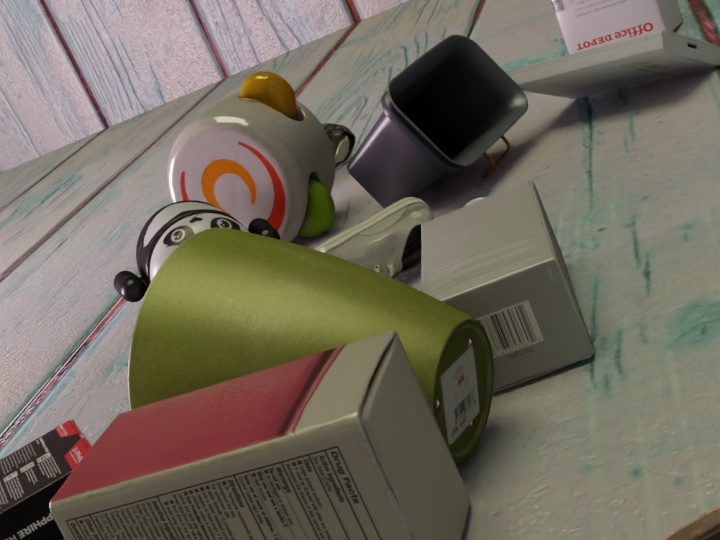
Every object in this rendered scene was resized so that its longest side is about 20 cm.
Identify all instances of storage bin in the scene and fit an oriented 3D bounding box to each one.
[{"bbox_3d":[0.086,-0.151,1.357,0.134,0.146,0.200,-46,-1,44],"label":"storage bin"}]

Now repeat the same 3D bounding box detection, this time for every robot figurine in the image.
[{"bbox_3d":[-0.177,-0.012,1.286,0.151,0.124,0.200,-59,20,0],"label":"robot figurine"}]

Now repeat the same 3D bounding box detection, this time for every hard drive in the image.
[{"bbox_3d":[0.293,-0.234,1.369,0.199,0.027,0.132,-8,-5,44],"label":"hard drive"}]

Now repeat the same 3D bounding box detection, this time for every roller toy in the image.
[{"bbox_3d":[-0.129,-0.122,1.435,0.182,0.201,0.140,-22,16,30],"label":"roller toy"}]

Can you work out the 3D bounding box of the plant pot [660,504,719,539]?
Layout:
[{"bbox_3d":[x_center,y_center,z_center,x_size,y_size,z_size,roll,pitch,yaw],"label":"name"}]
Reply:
[{"bbox_3d":[0.139,0.177,0.238,0.199,0.201,0.199,-20,27,16],"label":"plant pot"}]

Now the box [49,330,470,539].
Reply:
[{"bbox_3d":[-0.053,0.135,0.691,0.199,0.128,0.109,-18,18,19],"label":"box"}]

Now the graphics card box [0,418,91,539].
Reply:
[{"bbox_3d":[-0.301,0.203,0.960,0.199,0.051,0.125,-30,18,-18],"label":"graphics card box"}]

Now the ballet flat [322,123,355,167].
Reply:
[{"bbox_3d":[-0.071,-0.149,1.646,0.072,0.072,0.200,-8,26,43],"label":"ballet flat"}]

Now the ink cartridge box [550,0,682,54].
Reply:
[{"bbox_3d":[0.330,-0.397,1.598,0.146,0.201,0.084,-11,19,36],"label":"ink cartridge box"}]

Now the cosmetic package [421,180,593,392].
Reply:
[{"bbox_3d":[0.107,0.009,0.917,0.106,0.091,0.200,-21,15,12],"label":"cosmetic package"}]

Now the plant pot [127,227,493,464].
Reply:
[{"bbox_3d":[-0.019,0.069,0.801,0.199,0.188,0.187,4,30,29],"label":"plant pot"}]

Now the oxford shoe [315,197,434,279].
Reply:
[{"bbox_3d":[0.000,0.000,1.126,0.200,0.075,0.058,-34,55,-21],"label":"oxford shoe"}]
